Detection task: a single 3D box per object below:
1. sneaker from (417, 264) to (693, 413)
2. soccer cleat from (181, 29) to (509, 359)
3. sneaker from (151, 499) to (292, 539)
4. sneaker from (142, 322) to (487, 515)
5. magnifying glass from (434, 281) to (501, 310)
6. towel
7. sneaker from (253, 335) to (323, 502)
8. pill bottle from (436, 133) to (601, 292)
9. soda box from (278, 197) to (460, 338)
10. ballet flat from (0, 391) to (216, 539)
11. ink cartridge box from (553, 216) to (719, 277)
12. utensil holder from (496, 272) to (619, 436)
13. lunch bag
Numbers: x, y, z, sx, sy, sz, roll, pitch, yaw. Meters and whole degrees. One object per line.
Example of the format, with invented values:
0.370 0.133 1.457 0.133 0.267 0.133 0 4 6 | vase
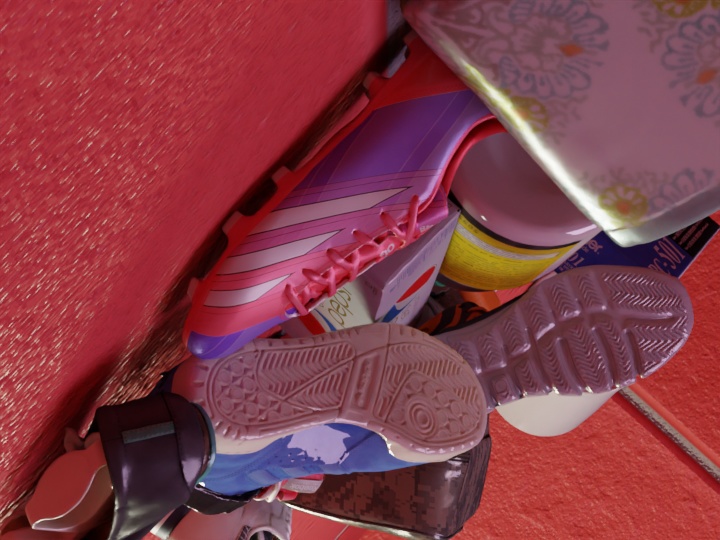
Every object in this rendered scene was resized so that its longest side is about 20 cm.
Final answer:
0.097 0.038 1.185 0.199 0.078 0.112 -16 -171 2 | sneaker
-0.004 -0.026 0.936 0.200 0.076 0.067 -49 171 -2 | soccer cleat
-0.081 0.169 1.394 0.077 0.080 0.200 -54 172 22 | sneaker
-0.035 0.080 1.044 0.199 0.077 0.111 0 159 -39 | sneaker
0.066 -0.009 1.311 0.200 0.022 0.080 56 50 -61 | magnifying glass
0.145 -0.110 0.867 0.199 0.171 0.048 -30 -152 28 | towel
-0.063 0.105 1.179 0.074 0.087 0.200 -55 169 31 | sneaker
0.082 -0.052 1.099 0.114 0.114 0.200 -46 178 -14 | pill bottle
0.000 0.000 1.095 0.064 0.068 0.200 -45 170 -17 | soda box
-0.141 0.121 0.974 0.073 0.073 0.200 -40 174 -44 | ballet flat
0.194 -0.024 1.416 0.044 0.094 0.200 -54 172 24 | ink cartridge box
0.260 0.109 2.532 0.170 0.170 0.200 -44 173 -23 | utensil holder
0.026 0.089 1.381 0.200 0.138 0.169 9 94 -79 | lunch bag
